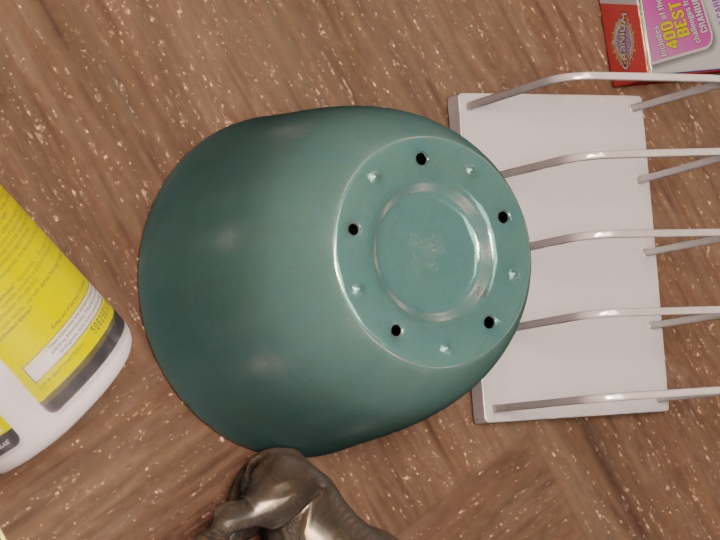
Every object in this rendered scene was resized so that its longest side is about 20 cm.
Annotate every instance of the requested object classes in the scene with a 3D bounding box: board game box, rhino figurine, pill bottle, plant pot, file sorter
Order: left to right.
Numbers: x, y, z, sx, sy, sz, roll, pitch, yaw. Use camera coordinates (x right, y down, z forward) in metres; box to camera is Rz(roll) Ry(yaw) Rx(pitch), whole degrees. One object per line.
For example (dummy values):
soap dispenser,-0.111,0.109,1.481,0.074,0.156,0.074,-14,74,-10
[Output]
pill bottle,-0.219,0.000,1.251,0.200,0.112,0.112,49,63,-15
rhino figurine,-0.008,0.180,1.379,0.200,0.060,0.088,44,60,-20
plant pot,0.000,0.000,1.350,0.200,0.161,0.202,4,82,-29
file sorter,0.150,-0.016,1.460,0.138,0.124,0.201,-1,84,-31
board game box,0.243,-0.203,1.586,0.199,0.040,0.154,-7,87,-30

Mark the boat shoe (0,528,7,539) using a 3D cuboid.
boat shoe,-0.246,0.103,1.252,0.072,0.059,0.200,-41,104,-26
